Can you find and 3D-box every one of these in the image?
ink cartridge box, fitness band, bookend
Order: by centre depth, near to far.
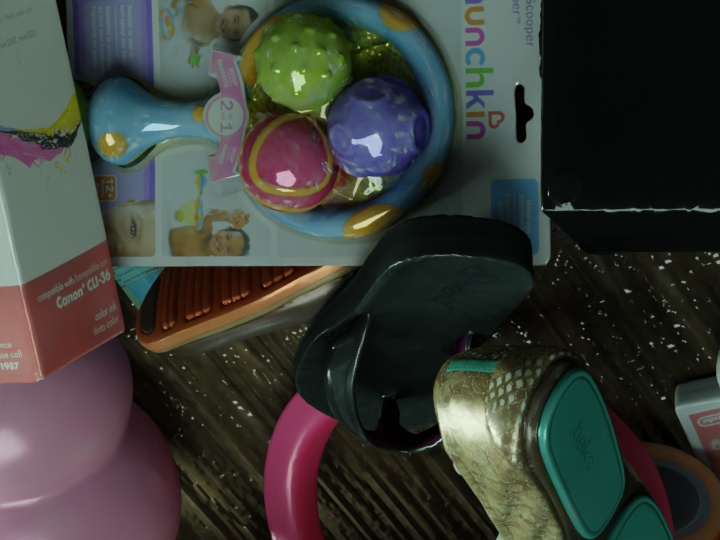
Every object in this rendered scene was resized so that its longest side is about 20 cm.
[{"bbox_3d":[0.118,-0.110,0.865,0.092,0.199,0.200,0,176,9],"label":"bookend"},{"bbox_3d":[-0.173,-0.060,0.935,0.116,0.067,0.200,-3,106,27],"label":"ink cartridge box"},{"bbox_3d":[0.043,0.109,1.061,0.200,0.037,0.144,9,107,34],"label":"fitness band"}]

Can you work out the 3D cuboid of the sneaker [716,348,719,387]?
[{"bbox_3d":[0.236,0.032,0.982,0.200,0.087,0.075,-29,105,23],"label":"sneaker"}]

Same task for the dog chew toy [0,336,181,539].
[{"bbox_3d":[-0.151,0.064,1.070,0.124,0.125,0.200,-3,123,12],"label":"dog chew toy"}]

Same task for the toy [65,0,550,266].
[{"bbox_3d":[-0.029,-0.058,0.927,0.200,0.047,0.115,0,93,22],"label":"toy"}]

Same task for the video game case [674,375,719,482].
[{"bbox_3d":[0.242,0.112,1.110,0.143,0.017,0.200,-13,129,20],"label":"video game case"}]

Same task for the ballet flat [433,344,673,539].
[{"bbox_3d":[0.078,0.096,0.949,0.065,0.071,0.200,15,143,35],"label":"ballet flat"}]

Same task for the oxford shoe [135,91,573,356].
[{"bbox_3d":[0.000,0.000,0.990,0.200,0.071,0.073,-22,129,23],"label":"oxford shoe"}]

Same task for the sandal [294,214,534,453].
[{"bbox_3d":[0.016,0.037,0.950,0.075,0.048,0.200,4,157,-8],"label":"sandal"}]

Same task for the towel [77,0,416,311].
[{"bbox_3d":[-0.032,-0.046,1.013,0.200,0.022,0.147,-21,126,23],"label":"towel"}]

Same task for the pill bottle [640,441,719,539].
[{"bbox_3d":[0.124,0.173,1.125,0.106,0.106,0.200,6,131,4],"label":"pill bottle"}]
